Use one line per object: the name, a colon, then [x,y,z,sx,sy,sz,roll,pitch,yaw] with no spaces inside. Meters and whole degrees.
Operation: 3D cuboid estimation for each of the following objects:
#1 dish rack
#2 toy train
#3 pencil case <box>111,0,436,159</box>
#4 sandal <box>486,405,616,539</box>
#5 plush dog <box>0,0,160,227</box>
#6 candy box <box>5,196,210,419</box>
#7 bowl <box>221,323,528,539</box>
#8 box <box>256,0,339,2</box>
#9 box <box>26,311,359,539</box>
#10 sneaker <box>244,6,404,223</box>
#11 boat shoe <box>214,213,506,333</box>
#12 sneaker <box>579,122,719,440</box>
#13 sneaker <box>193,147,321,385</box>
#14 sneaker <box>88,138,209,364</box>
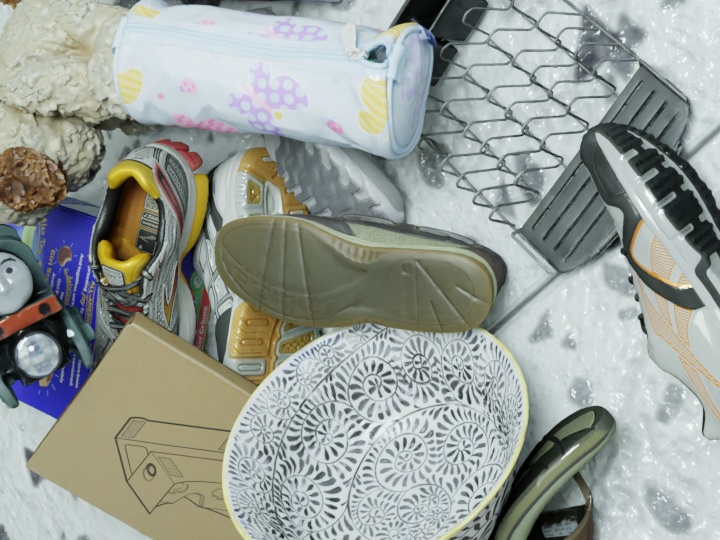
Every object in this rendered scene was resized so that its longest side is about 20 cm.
dish rack: [0.099,-0.102,0.781,0.200,0.055,0.153,47,118,27]
toy train: [-0.250,0.026,0.890,0.114,0.085,0.200,64,166,-12]
pencil case: [-0.055,-0.122,0.781,0.200,0.091,0.083,10,90,22]
sandal: [0.110,0.169,0.774,0.057,0.080,0.201,26,111,6]
plush dog: [-0.231,-0.114,0.916,0.200,0.160,0.172,-177,111,-79]
candy box: [-0.218,0.036,1.018,0.200,0.077,0.169,18,100,38]
bowl: [0.021,0.130,0.799,0.200,0.094,0.201,-14,42,13]
box: [-0.123,-0.255,0.904,0.200,0.132,0.115,13,102,38]
box: [-0.116,0.138,0.894,0.200,0.021,0.164,33,119,-13]
sneaker: [-0.031,-0.112,0.871,0.200,0.082,0.075,50,151,7]
boat shoe: [0.001,-0.001,0.833,0.201,0.066,0.072,8,106,24]
sneaker: [0.176,0.008,0.700,0.080,0.074,0.200,-40,75,38]
sneaker: [-0.082,0.013,0.924,0.088,0.076,0.200,-4,83,51]
sneaker: [-0.163,0.008,0.883,0.078,0.082,0.200,9,102,17]
